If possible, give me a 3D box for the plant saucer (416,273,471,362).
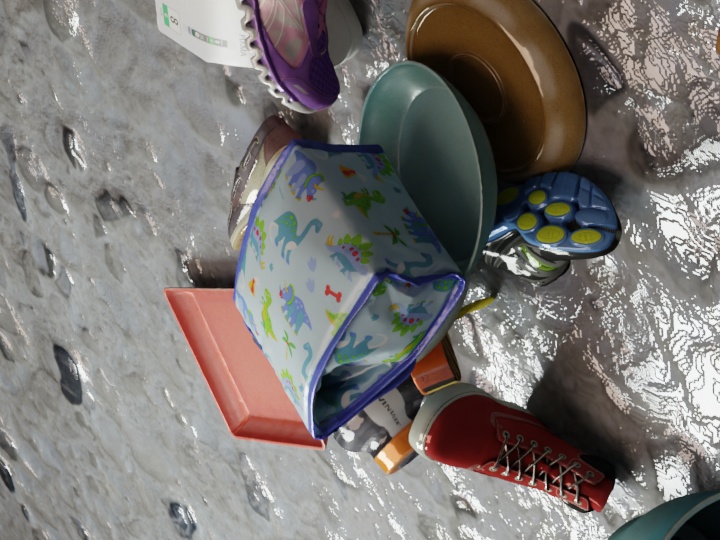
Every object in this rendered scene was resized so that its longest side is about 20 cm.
[{"bbox_3d":[0.000,0.000,1.743,0.200,0.200,0.050,32,175,36],"label":"plant saucer"}]

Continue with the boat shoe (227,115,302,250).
[{"bbox_3d":[-0.093,-0.086,1.923,0.065,0.072,0.200,62,155,16],"label":"boat shoe"}]

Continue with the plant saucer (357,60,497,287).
[{"bbox_3d":[0.061,-0.078,1.637,0.200,0.036,0.200,27,122,56],"label":"plant saucer"}]

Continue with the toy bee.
[{"bbox_3d":[0.061,0.034,1.794,0.131,0.200,0.109,-5,151,20],"label":"toy bee"}]

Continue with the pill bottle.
[{"bbox_3d":[-0.008,0.107,1.939,0.200,0.106,0.106,49,149,12],"label":"pill bottle"}]

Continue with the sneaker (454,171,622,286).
[{"bbox_3d":[0.156,-0.031,1.614,0.083,0.071,0.200,36,162,-23],"label":"sneaker"}]

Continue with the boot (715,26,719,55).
[{"bbox_3d":[0.307,-0.173,1.259,0.188,0.068,0.200,35,144,32],"label":"boot"}]

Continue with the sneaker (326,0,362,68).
[{"bbox_3d":[-0.075,-0.260,1.693,0.075,0.088,0.200,-29,98,40],"label":"sneaker"}]

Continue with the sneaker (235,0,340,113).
[{"bbox_3d":[-0.054,-0.226,1.606,0.088,0.080,0.200,-12,111,27],"label":"sneaker"}]

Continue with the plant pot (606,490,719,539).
[{"bbox_3d":[0.286,0.272,1.606,0.200,0.200,0.188,60,165,-5],"label":"plant pot"}]

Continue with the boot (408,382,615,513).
[{"bbox_3d":[0.143,0.165,1.722,0.144,0.200,0.072,32,101,35],"label":"boot"}]

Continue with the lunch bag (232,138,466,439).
[{"bbox_3d":[-0.025,0.017,1.644,0.200,0.127,0.170,-56,48,31],"label":"lunch bag"}]

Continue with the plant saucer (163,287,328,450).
[{"bbox_3d":[-0.119,0.099,2.161,0.200,0.037,0.200,0,119,55],"label":"plant saucer"}]

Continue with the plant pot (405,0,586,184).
[{"bbox_3d":[0.103,-0.155,1.610,0.200,0.027,0.200,35,143,32],"label":"plant pot"}]

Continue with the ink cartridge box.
[{"bbox_3d":[-0.119,-0.256,1.816,0.200,0.050,0.161,37,144,34],"label":"ink cartridge box"}]
